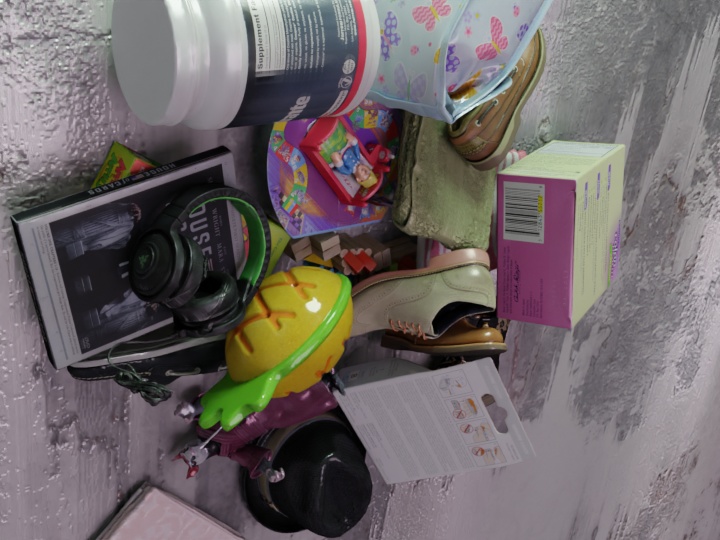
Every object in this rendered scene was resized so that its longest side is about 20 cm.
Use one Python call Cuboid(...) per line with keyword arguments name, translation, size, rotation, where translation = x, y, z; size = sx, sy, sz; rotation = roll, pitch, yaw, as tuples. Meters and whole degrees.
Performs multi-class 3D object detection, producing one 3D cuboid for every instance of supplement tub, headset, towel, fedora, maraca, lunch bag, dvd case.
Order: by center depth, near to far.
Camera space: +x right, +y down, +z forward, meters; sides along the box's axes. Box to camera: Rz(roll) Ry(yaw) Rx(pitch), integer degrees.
Cuboid(name="supplement tub", translation=(-0.095, -0.195, 0.805), size=(0.199, 0.140, 0.141), rotation=(-13, 121, -35))
Cuboid(name="headset", translation=(-0.143, 0.019, 0.816), size=(0.201, 0.094, 0.124), rotation=(-56, 137, -16))
Cuboid(name="dvd case", translation=(-0.195, -0.013, 0.837), size=(0.199, 0.025, 0.151), rotation=(-23, 128, -28))
Cuboid(name="lunch bag", translation=(0.073, -0.242, 0.895), size=(0.127, 0.169, 0.201), rotation=(36, 81, -46))
Cuboid(name="maraca", translation=(-0.081, 0.074, 0.906), size=(0.107, 0.137, 0.200), rotation=(48, 60, -18))
Cuboid(name="towel", translation=(0.096, -0.120, 1.029), size=(0.148, 0.036, 0.202), rotation=(21, 68, -41))
Cuboid(name="towel", translation=(-0.245, 0.351, 1.063), size=(0.200, 0.032, 0.191), rotation=(-49, 134, -8))
Cuboid(name="towel", translation=(0.136, -0.060, 1.118), size=(0.199, 0.030, 0.148), rotation=(-18, 112, -44))
Cuboid(name="fedora", translation=(-0.044, 0.252, 1.133), size=(0.200, 0.091, 0.202), rotation=(-21, 125, -32))

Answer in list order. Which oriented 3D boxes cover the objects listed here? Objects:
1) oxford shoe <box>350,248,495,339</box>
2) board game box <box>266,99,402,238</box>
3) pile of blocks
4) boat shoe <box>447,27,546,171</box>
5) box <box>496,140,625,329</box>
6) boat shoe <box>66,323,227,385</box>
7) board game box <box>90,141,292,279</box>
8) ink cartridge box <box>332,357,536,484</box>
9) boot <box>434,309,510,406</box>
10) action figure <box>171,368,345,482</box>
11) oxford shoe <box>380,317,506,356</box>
Cuboid(name="oxford shoe", translation=(0.051, 0.041, 1.021), size=(0.199, 0.074, 0.071), rotation=(-22, 151, 18))
Cuboid(name="board game box", translation=(-0.009, -0.116, 0.962), size=(0.199, 0.039, 0.159), rotation=(-14, 111, -46))
Cuboid(name="pile of blocks", translation=(0.000, 0.000, 1.052), size=(0.199, 0.062, 0.083), rotation=(9, 108, -42))
Cuboid(name="boat shoe", translation=(0.147, -0.209, 1.019), size=(0.068, 0.072, 0.201), rotation=(36, 59, -35))
Cuboid(name="box", translation=(0.244, -0.051, 1.139), size=(0.200, 0.096, 0.177), rotation=(-31, 124, -54))
Cuboid(name="boat shoe", translation=(-0.194, 0.086, 0.926), size=(0.199, 0.075, 0.061), rotation=(-10, 114, -36))
Cuboid(name="board game box", translation=(-0.168, -0.033, 0.900), size=(0.199, 0.048, 0.102), rotation=(25, 96, -45))
Cuboid(name="ink cartridge box", translation=(0.088, 0.168, 1.104), size=(0.161, 0.199, 0.047), rotation=(62, 26, -27))
Cuboid(name="boot", translation=(0.122, 0.117, 1.214), size=(0.199, 0.073, 0.152), rotation=(-10, 121, -41))
Cuboid(name="action figure", translation=(-0.125, 0.149, 1.027), size=(0.199, 0.149, 0.134), rotation=(-34, 109, 4))
Cuboid(name="oxford shoe", translation=(0.090, 0.062, 1.074), size=(0.071, 0.199, 0.072), rotation=(9, 88, -36))
